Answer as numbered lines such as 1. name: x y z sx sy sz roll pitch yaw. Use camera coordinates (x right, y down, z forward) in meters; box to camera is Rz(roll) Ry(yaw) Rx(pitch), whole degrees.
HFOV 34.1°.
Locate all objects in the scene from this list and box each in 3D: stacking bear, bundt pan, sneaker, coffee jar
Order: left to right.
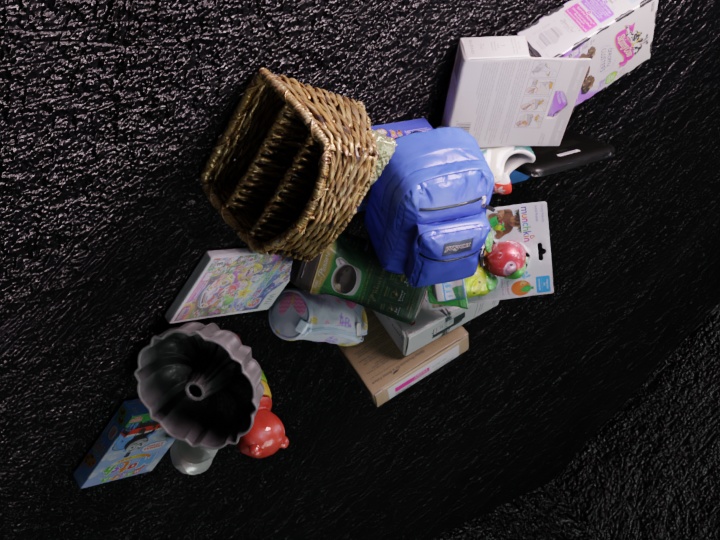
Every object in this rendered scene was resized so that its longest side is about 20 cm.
1. bundt pan: -0.231 0.161 1.750 0.202 0.202 0.076 -52 180 33
2. sneaker: -0.256 0.259 1.978 0.200 0.075 0.100 -56 172 -51
3. stacking bear: -0.190 0.208 1.853 0.121 0.200 0.114 -6 143 -48
4. coffee jar: 0.000 0.000 1.725 0.085 0.200 0.104 -75 -176 -62
5. sneaker: 0.173 -0.138 1.749 0.200 0.093 0.070 -40 156 -11

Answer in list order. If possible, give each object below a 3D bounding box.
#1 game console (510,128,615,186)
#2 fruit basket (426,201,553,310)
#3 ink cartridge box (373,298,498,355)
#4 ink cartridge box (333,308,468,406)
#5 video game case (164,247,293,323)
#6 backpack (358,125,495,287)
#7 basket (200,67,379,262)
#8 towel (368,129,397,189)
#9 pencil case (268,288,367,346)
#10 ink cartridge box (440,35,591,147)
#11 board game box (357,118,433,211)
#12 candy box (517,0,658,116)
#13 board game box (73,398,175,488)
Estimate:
1. game console: 0.286 -0.157 1.925 0.200 0.176 0.117 -18 122 -36
2. fruit basket: 0.191 -0.016 1.791 0.200 0.094 0.185 -3 130 9
3. ink cartridge box: 0.121 0.033 2.011 0.200 0.147 0.083 -27 156 -16
4. ink cartridge box: 0.065 0.117 2.067 0.200 0.165 0.075 -31 156 -9
5. video game case: -0.179 0.017 1.742 0.200 0.018 0.143 -7 143 -48
6. backpack: 0.108 -0.090 1.615 0.162 0.168 0.200 -15 143 -20
7. basket: -0.089 -0.114 1.413 0.149 0.143 0.200 15 131 -29
8. towel: -0.057 -0.123 1.540 0.148 0.037 0.200 23 127 -24
9. pencil case: -0.067 0.079 1.917 0.083 0.091 0.200 -44 154 18
10. ink cartridge box: 0.213 -0.248 1.654 0.176 0.045 0.200 -2 149 -7
11. board game box: 0.004 -0.141 1.658 0.200 0.045 0.135 -14 148 -40
12. candy box: 0.330 -0.327 1.714 0.200 0.072 0.168 -33 155 -6
13. board game box: -0.369 0.278 1.950 0.151 0.037 0.200 -7 144 -49
